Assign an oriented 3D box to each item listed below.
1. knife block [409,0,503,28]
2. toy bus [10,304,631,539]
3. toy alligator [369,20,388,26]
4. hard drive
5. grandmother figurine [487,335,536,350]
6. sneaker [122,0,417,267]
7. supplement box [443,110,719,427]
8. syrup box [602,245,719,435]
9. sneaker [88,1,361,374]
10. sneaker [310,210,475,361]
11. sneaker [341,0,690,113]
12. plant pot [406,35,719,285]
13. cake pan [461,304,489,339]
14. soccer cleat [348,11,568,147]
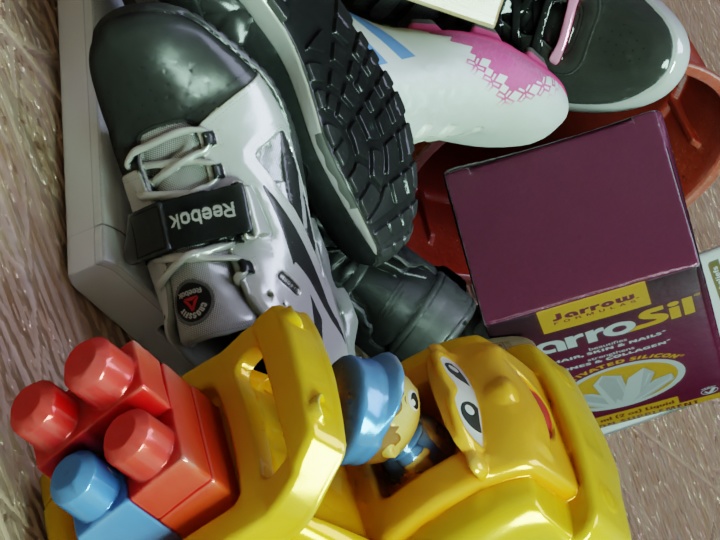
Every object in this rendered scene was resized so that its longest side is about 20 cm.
[{"bbox_3d":[-0.044,-0.177,1.347,0.175,0.200,0.064,4,108,-59],"label":"knife block"},{"bbox_3d":[-0.029,0.081,1.121,0.192,0.200,0.136,45,18,-36],"label":"toy bus"},{"bbox_3d":[-0.019,-0.117,1.501,0.059,0.054,0.200,53,8,13],"label":"toy alligator"},{"bbox_3d":[-0.090,-0.051,1.339,0.132,0.027,0.200,44,31,-47],"label":"hard drive"},{"bbox_3d":[0.072,0.132,1.442,0.121,0.060,0.201,-111,-166,-62],"label":"grandmother figurine"},{"bbox_3d":[-0.049,-0.087,1.304,0.200,0.087,0.076,62,30,-8],"label":"sneaker"},{"bbox_3d":[0.117,0.008,1.504,0.200,0.110,0.086,61,14,-67],"label":"supplement box"},{"bbox_3d":[0.193,0.034,1.715,0.079,0.200,0.082,-4,75,-69],"label":"syrup box"},{"bbox_3d":[-0.058,-0.015,1.241,0.200,0.074,0.089,63,22,-18],"label":"sneaker"},{"bbox_3d":[-0.002,0.003,1.439,0.104,0.060,0.200,34,-2,-4],"label":"sneaker"},{"bbox_3d":[0.058,-0.128,1.441,0.099,0.200,0.071,9,102,-55],"label":"sneaker"},{"bbox_3d":[0.079,-0.128,1.631,0.201,0.200,0.196,36,29,-55],"label":"plant pot"},{"bbox_3d":[0.087,0.116,1.600,0.200,0.037,0.201,51,27,-39],"label":"cake pan"},{"bbox_3d":[0.003,-0.079,1.388,0.199,0.070,0.087,17,57,-20],"label":"soccer cleat"}]
